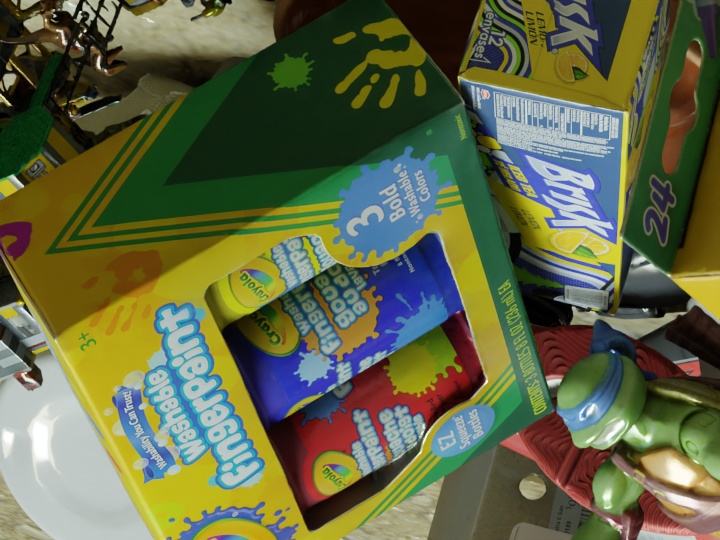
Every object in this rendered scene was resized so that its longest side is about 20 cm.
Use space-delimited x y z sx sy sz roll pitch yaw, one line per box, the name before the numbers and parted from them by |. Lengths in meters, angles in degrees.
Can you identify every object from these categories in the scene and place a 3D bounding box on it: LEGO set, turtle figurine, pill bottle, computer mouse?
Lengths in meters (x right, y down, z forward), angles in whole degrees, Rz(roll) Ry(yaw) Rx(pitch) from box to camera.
LEGO set | -0.116 -0.046 1.148 0.153 0.200 0.116 -25 126 27
turtle figurine | 0.150 0.128 1.140 0.193 0.200 0.144 26 120 -25
pill bottle | -0.077 0.042 1.348 0.114 0.200 0.115 13 122 22
computer mouse | 0.123 0.007 1.305 0.199 0.046 0.140 -13 157 37

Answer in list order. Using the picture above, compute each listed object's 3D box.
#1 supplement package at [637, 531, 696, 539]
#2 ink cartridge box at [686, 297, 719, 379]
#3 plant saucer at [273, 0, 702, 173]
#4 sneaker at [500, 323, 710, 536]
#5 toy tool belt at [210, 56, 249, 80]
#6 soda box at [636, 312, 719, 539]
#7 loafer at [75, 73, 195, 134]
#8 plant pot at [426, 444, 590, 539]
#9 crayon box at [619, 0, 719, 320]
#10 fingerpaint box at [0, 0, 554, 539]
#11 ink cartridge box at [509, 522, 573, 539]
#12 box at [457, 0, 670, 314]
supplement package | 0.249 0.108 1.418 0.199 0.110 0.114 6 159 27
ink cartridge box | 0.250 0.047 1.224 0.199 0.068 0.116 -1 113 34
plant saucer | 0.064 -0.086 1.160 0.199 0.032 0.200 15 161 5
sneaker | 0.106 0.062 1.301 0.200 0.079 0.115 29 -175 27
toy tool belt | 0.000 0.000 1.207 0.122 0.125 0.200 8 145 19
soda box | 0.194 0.111 1.329 0.071 0.201 0.063 -30 171 26
loafer | -0.077 -0.056 1.310 0.199 0.069 0.076 -6 146 14
plant pot | 0.129 0.171 1.590 0.199 0.200 0.177 15 149 5
crayon box | 0.183 -0.025 1.087 0.051 0.126 0.200 -2 154 40
fingerpaint box | -0.028 0.019 1.073 0.073 0.166 0.200 54 170 37
ink cartridge box | 0.129 0.237 1.469 0.147 0.086 0.200 13 134 8
box | 0.078 -0.054 1.083 0.064 0.070 0.200 14 160 8
